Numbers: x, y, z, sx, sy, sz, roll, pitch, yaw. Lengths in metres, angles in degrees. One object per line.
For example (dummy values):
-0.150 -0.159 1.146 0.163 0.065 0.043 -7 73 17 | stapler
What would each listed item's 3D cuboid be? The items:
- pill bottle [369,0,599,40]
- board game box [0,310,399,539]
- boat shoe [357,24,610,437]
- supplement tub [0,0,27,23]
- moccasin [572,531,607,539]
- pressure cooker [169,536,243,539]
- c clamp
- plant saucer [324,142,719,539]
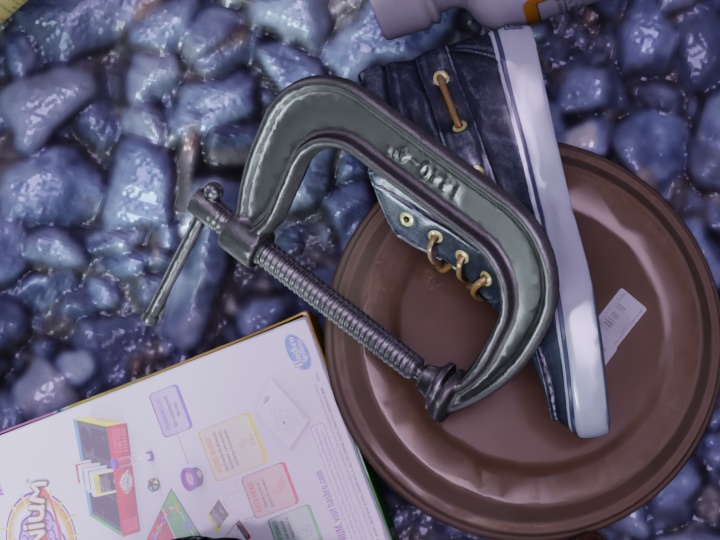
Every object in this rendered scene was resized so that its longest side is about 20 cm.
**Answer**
0.093 -0.182 1.451 0.199 0.111 0.112 -18 87 4 | pill bottle
-0.090 0.126 1.491 0.199 0.040 0.154 -20 86 4 | board game box
0.059 -0.011 1.429 0.090 0.071 0.201 -13 80 4 | boat shoe
-0.201 -0.193 1.460 0.200 0.145 0.146 -40 85 2 | supplement tub
0.190 0.177 1.442 0.201 0.074 0.078 29 114 6 | moccasin
-0.084 0.230 1.375 0.175 0.179 0.200 -23 61 -17 | pressure cooker
0.000 0.000 1.420 0.200 0.027 0.172 32 119 22 | c clamp
0.082 0.031 1.466 0.199 0.029 0.201 1 79 -5 | plant saucer
